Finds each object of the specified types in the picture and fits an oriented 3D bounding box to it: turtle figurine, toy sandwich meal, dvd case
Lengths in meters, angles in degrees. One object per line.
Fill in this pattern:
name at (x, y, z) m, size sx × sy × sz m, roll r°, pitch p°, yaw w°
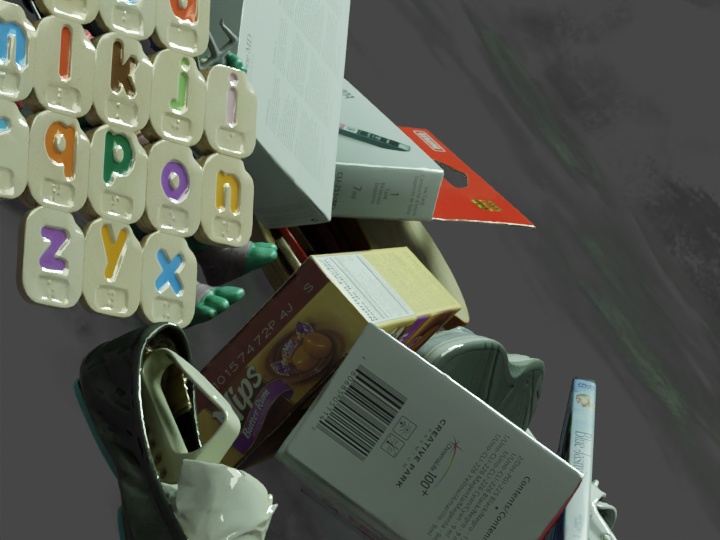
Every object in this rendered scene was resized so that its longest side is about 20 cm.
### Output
turtle figurine at (-0.122, -0.073, 1.231) m, size 0.150 × 0.100 × 0.201 m, roll -42°, pitch 111°, yaw -42°
toy sandwich meal at (0.000, 0.000, 1.519) m, size 0.205 × 0.070 × 0.205 m, roll 49°, pitch 14°, yaw -17°
dvd case at (0.122, 0.174, 1.355) m, size 0.017 × 0.144 × 0.200 m, roll 10°, pitch 26°, yaw 2°

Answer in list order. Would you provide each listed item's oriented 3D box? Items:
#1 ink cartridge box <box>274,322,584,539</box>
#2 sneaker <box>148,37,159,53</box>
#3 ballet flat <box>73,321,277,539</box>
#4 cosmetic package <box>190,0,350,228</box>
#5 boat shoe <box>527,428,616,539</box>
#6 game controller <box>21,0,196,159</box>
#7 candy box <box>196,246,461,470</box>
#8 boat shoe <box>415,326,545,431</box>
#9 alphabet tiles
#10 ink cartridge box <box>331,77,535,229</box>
ink cartridge box at (0.054, 0.124, 1.150) m, size 0.175 × 0.084 × 0.200 m, roll 36°, pitch -7°, yaw 7°
sneaker at (-0.111, -0.188, 1.501) m, size 0.075 × 0.078 × 0.201 m, roll -28°, pitch 87°, yaw -32°
ballet flat at (-0.082, 0.099, 1.015) m, size 0.068 × 0.068 × 0.201 m, roll 37°, pitch 21°, yaw -48°
cosmetic package at (-0.061, -0.150, 1.407) m, size 0.151 × 0.051 × 0.202 m, roll 51°, pitch 39°, yaw -57°
boat shoe at (0.146, 0.176, 1.531) m, size 0.074 × 0.065 × 0.201 m, roll 83°, pitch -14°, yaw -52°
game controller at (-0.146, -0.103, 1.385) m, size 0.201 × 0.042 × 0.104 m, roll 58°, pitch 0°, yaw 16°
candy box at (-0.021, 0.047, 1.235) m, size 0.057 × 0.117 × 0.200 m, roll 47°, pitch 13°, yaw 10°
boat shoe at (0.062, 0.072, 1.414) m, size 0.064 × 0.075 × 0.202 m, roll 18°, pitch 5°, yaw 22°
alphabet tiles at (-0.128, -0.073, 1.144) m, size 0.199 × 0.015 × 0.197 m, roll 12°, pitch 76°, yaw -47°
ink cartridge box at (0.013, -0.089, 1.566) m, size 0.172 × 0.044 × 0.200 m, roll 2°, pitch 23°, yaw -25°
